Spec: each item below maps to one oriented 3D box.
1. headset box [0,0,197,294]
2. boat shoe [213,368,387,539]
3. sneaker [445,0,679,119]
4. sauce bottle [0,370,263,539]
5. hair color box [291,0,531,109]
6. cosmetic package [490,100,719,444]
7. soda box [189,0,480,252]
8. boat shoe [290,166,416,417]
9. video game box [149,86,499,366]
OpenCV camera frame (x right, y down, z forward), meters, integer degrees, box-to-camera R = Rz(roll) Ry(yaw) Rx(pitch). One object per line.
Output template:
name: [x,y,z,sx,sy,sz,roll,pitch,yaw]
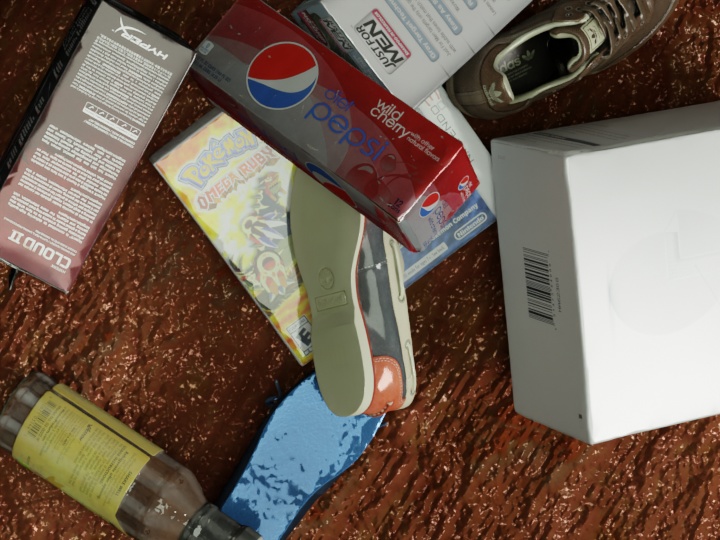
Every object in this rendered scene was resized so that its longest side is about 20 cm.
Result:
headset box: [-0.192,-0.081,1.554,0.075,0.149,0.201,28,94,-12]
boat shoe: [-0.055,0.131,1.657,0.084,0.069,0.200,43,93,-9]
sneaker: [0.156,-0.160,1.618,0.199,0.075,0.071,-33,108,-16]
sauce bottle: [-0.160,0.147,1.610,0.199,0.065,0.065,34,94,11]
hair color box: [0.060,-0.203,1.590,0.200,0.061,0.099,-44,104,-19]
cosmetic package: [0.210,-0.004,1.626,0.199,0.123,0.201,-10,102,-21]
soda box: [-0.019,-0.098,1.540,0.200,0.063,0.070,38,81,24]
boat shoe: [0.000,0.000,1.597,0.062,0.071,0.202,-4,86,-43]
video game box: [-0.016,-0.065,1.639,0.200,0.047,0.183,-37,101,-1]
